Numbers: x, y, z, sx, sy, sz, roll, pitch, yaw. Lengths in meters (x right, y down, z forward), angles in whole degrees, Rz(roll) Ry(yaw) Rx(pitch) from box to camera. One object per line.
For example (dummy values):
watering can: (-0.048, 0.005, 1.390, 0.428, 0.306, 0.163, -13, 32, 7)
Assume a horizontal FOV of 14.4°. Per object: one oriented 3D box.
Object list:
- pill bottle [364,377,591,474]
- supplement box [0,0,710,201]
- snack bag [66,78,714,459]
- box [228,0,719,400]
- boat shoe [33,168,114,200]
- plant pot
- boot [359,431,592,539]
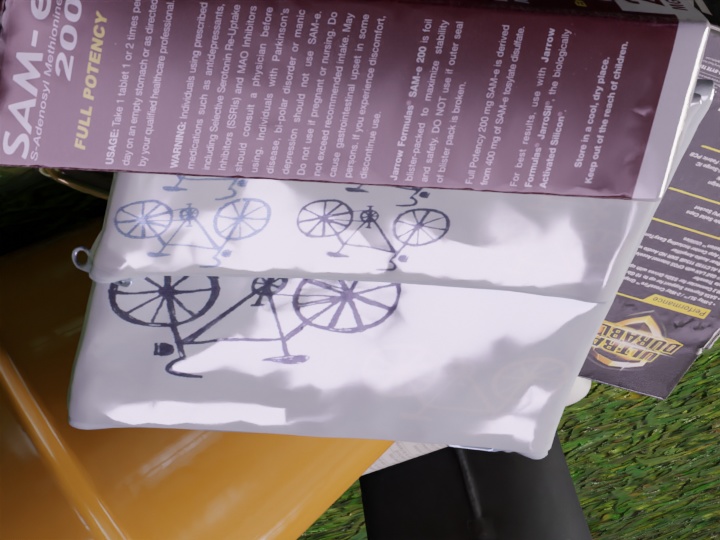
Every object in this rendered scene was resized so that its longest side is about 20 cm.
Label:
pill bottle: (-0.005, 0.037, 1.290, 0.200, 0.110, 0.110, -19, 163, 10)
supplement box: (-0.016, -0.073, 0.808, 0.200, 0.109, 0.061, 2, 118, -20)
snack bag: (0.000, 0.000, 0.947, 0.188, 0.021, 0.200, 4, 139, -15)
box: (0.062, -0.044, 0.968, 0.200, 0.049, 0.160, 16, 131, -26)
boat shoe: (-0.042, -0.050, 1.044, 0.061, 0.072, 0.201, -32, 150, 35)
plant pot: (-0.082, 0.053, 1.165, 0.183, 0.200, 0.200, -33, 163, -1)
boot: (0.085, 0.065, 1.363, 0.200, 0.168, 0.076, -17, 164, -2)
